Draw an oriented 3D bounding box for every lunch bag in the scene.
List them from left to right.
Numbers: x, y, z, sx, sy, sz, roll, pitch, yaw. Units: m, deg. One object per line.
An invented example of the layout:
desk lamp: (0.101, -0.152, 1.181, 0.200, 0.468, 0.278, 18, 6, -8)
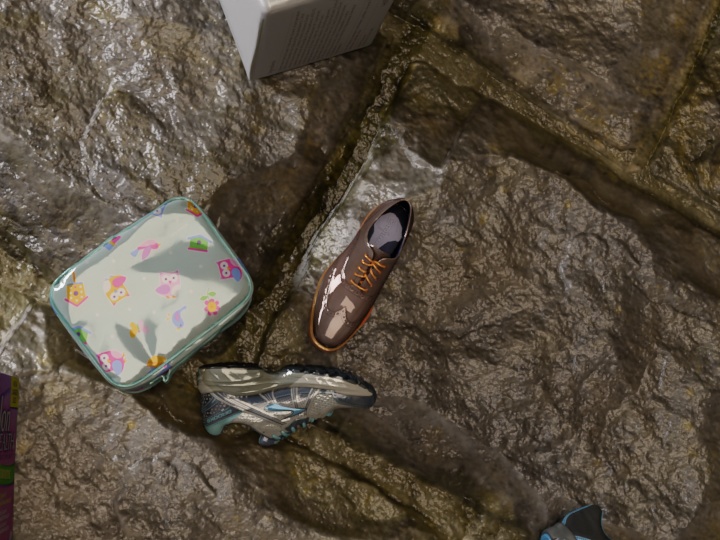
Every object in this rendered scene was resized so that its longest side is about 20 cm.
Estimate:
lunch bag: (-0.225, 0.033, 0.967, 0.200, 0.077, 0.161, -38, 90, -14)

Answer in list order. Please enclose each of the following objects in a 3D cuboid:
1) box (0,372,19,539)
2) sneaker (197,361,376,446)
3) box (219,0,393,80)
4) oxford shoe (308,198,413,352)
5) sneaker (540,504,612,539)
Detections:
box: (-0.399, 0.198, 0.853, 0.096, 0.176, 0.202, 0, 80, -10)
sneaker: (-0.082, 0.149, 0.984, 0.198, 0.078, 0.087, 3, 91, -3)
box: (-0.075, -0.359, 1.002, 0.170, 0.200, 0.200, -20, 85, -15)
oxford shoe: (0.000, 0.000, 1.016, 0.071, 0.073, 0.201, 28, 77, -5)
sneaker: (0.295, 0.360, 0.997, 0.082, 0.073, 0.201, -31, 76, -19)
